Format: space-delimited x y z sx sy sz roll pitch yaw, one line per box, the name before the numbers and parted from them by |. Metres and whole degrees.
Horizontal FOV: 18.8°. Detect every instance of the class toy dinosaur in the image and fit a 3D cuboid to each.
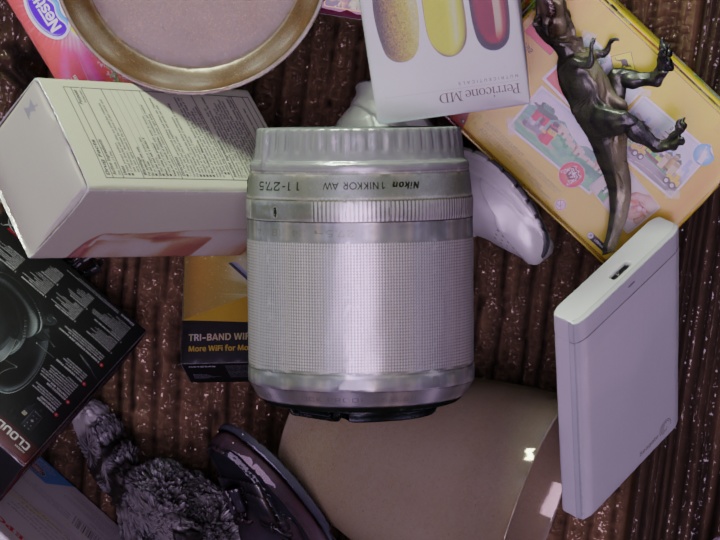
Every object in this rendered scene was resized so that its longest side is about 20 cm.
toy dinosaur | 0.189 -0.117 1.576 0.088 0.047 0.201 -14 103 22

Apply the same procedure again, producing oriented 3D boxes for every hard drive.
hard drive | 0.194 0.075 1.623 0.027 0.132 0.200 26 140 32

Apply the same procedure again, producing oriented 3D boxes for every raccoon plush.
raccoon plush | -0.126 0.169 1.734 0.097 0.134 0.201 -42 68 52

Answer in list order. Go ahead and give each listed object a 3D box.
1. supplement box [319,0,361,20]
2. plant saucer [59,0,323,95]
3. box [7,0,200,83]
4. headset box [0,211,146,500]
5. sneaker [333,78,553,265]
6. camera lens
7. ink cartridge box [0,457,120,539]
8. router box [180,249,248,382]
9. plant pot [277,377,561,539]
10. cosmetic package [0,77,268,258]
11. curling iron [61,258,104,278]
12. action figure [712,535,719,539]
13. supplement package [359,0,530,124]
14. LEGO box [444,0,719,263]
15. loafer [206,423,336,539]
supplement box | -0.024 -0.250 1.617 0.199 0.086 0.111 9 103 1
plant saucer | -0.120 -0.226 1.554 0.199 0.034 0.201 0 93 -2
box | -0.202 -0.209 1.625 0.102 0.095 0.200 -30 93 11
headset box | -0.280 0.072 1.644 0.149 0.200 0.077 39 134 -1
sneaker | 0.057 -0.058 1.615 0.200 0.075 0.087 36 84 23
camera lens | 0.000 0.000 1.519 0.159 0.160 0.201 0 94 4
ink cartridge box | -0.284 0.239 1.691 0.129 0.200 0.125 43 102 -6
router box | -0.035 0.002 1.657 0.199 0.052 0.158 -2 70 4
plant pot | 0.044 0.151 1.674 0.199 0.187 0.188 20 104 16
cosmetic package | -0.156 -0.071 1.558 0.087 0.200 0.104 -45 60 35
curling iron | -0.187 -0.076 1.702 0.049 0.026 0.200 28 101 -17
action figure | 0.368 0.147 1.696 0.149 0.134 0.201 6 92 46
supplement package | 0.053 -0.214 1.520 0.113 0.110 0.201 -8 103 4
LEGO box | 0.179 -0.115 1.639 0.200 0.077 0.149 43 102 -6
loafer | -0.059 0.206 1.666 0.063 0.072 0.200 -46 116 -21
